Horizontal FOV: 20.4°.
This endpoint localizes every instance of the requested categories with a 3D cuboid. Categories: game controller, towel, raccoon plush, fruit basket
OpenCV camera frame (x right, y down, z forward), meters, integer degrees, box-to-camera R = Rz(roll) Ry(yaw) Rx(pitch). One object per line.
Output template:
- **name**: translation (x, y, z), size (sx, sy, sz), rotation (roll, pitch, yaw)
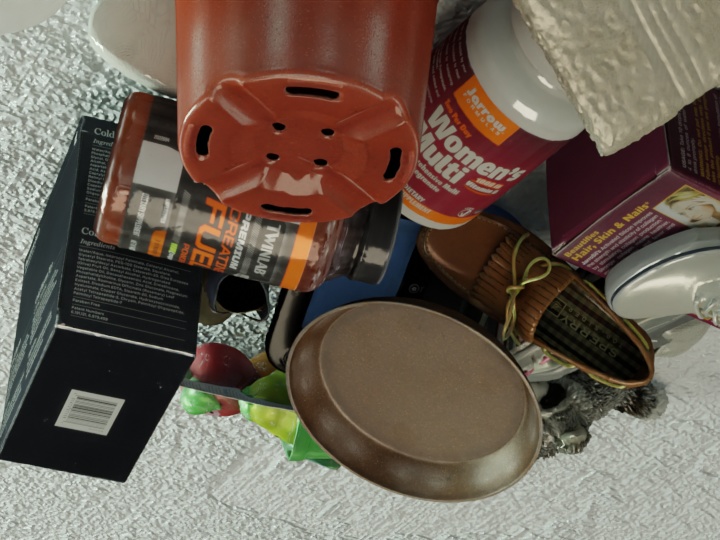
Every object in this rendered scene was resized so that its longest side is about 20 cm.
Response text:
- **game controller**: translation (0.000, 0.000, 1.497), size (0.103, 0.042, 0.201), rotation (17, 119, -7)
- **towel**: translation (0.159, -0.184, 1.242), size (0.132, 0.035, 0.201), rotation (-31, 110, 2)
- **raccoon plush**: translation (0.202, 0.122, 1.694), size (0.199, 0.135, 0.097), rotation (21, 141, -26)
- **fruit basket**: translation (-0.091, 0.106, 1.673), size (0.198, 0.095, 0.185), rotation (7, -176, -7)

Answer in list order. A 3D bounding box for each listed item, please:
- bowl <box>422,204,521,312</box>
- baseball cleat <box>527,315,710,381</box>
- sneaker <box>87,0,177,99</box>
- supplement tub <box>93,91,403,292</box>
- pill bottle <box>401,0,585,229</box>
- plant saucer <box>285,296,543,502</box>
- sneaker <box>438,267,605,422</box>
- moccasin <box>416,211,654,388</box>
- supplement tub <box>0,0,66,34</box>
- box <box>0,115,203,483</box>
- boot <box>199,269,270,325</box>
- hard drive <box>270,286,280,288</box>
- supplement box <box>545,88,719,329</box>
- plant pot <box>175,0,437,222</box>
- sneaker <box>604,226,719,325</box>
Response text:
- **bowl**: translation (0.042, 0.016, 1.598), size (0.199, 0.040, 0.201), rotation (-8, 146, -6)
- **baseball cleat**: translation (0.208, 0.054, 1.626), size (0.199, 0.070, 0.107), rotation (-23, 141, 11)
- **sneaker**: translation (-0.106, -0.131, 1.401), size (0.199, 0.076, 0.088), rotation (17, 155, -23)
- **supplement tub**: translation (-0.074, -0.048, 1.355), size (0.198, 0.108, 0.107), rotation (14, 144, -6)
- **pill bottle**: translation (0.096, -0.120, 1.368), size (0.109, 0.110, 0.200), rotation (21, 141, -27)
- **plant saucer**: translation (0.043, 0.090, 1.486), size (0.199, 0.035, 0.201), rotation (13, 133, 14)
- **sneaker**: translation (0.121, 0.030, 1.540), size (0.199, 0.088, 0.074), rotation (-36, 180, -1)
- **moccasin**: translation (0.128, 0.023, 1.458), size (0.201, 0.078, 0.074), rotation (40, 93, -8)
- **supplement tub**: translation (-0.208, -0.247, 1.113), size (0.144, 0.201, 0.145), rotation (1, 146, 0)
- **box**: translation (-0.187, 0.024, 1.465), size (0.103, 0.183, 0.200), rotation (12, 145, -16)
- **boot**: translation (-0.106, 0.009, 1.514), size (0.074, 0.098, 0.201), rotation (7, 145, -9)
- **hard drive**: translation (-0.122, -0.043, 1.556), size (0.198, 0.033, 0.140), rotation (6, 145, -8)
- **supplement box**: translation (0.252, -0.048, 1.473), size (0.199, 0.104, 0.131), rotation (23, 140, -29)
- **plant pot**: translation (-0.034, -0.150, 1.253), size (0.199, 0.197, 0.201), rotation (1, 146, 1)
- **sneaker**: translation (0.270, 0.012, 1.406), size (0.198, 0.071, 0.073), rotation (-11, 143, 14)
